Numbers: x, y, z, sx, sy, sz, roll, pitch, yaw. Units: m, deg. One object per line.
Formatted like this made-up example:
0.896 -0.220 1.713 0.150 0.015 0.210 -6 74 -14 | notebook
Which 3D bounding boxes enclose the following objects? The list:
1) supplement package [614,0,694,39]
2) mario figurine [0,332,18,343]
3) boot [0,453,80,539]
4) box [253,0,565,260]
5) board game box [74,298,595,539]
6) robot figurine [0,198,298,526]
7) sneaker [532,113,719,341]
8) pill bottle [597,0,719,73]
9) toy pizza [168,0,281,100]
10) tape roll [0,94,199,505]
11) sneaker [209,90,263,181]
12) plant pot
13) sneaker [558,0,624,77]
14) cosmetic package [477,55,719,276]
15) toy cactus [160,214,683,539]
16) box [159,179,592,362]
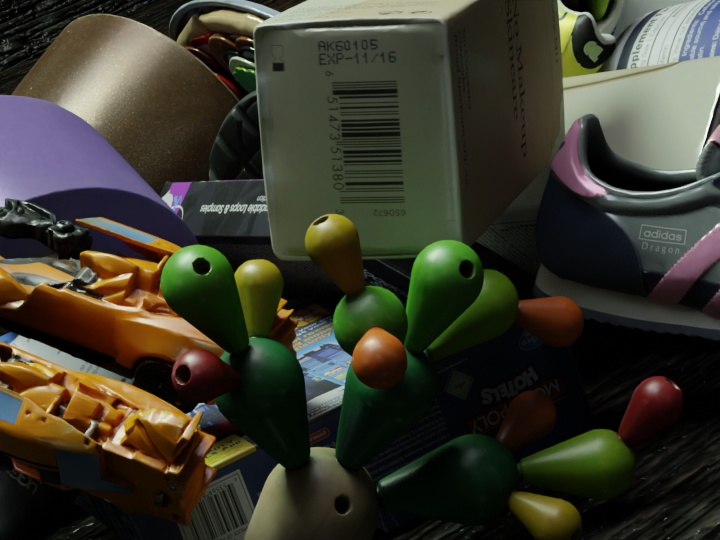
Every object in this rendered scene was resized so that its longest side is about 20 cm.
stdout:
0.251 -0.131 1.296 0.199 0.122 0.120 -11 16 34 | supplement package
-0.130 0.020 1.287 0.199 0.107 0.123 -22 -7 26 | mario figurine
-0.202 0.160 0.946 0.165 0.066 0.200 -47 9 44 | boot
0.025 -0.072 0.972 0.077 0.096 0.200 -1 15 17 | box
-0.031 0.069 1.051 0.199 0.062 0.200 -25 13 -17 | board game box
-0.134 0.022 0.953 0.199 0.058 0.145 20 47 16 | robot figurine
0.165 -0.015 0.947 0.199 0.083 0.070 6 15 17 | sneaker
0.192 -0.082 1.198 0.199 0.116 0.116 -8 18 47 | pill bottle
-0.038 -0.087 1.445 0.032 0.200 0.200 -54 26 -21 | toy pizza
-0.174 0.024 1.122 0.199 0.201 0.085 -26 49 -24 | tape roll
0.000 -0.094 1.208 0.200 0.075 0.079 -46 -1 31 | sneaker
-0.179 -0.021 1.446 0.186 0.187 0.200 -4 36 51 | plant pot
0.105 -0.148 1.231 0.076 0.075 0.201 -26 35 29 | sneaker
0.113 -0.035 1.108 0.199 0.103 0.073 -4 59 45 | cosmetic package
0.007 0.066 0.879 0.165 0.199 0.102 -59 30 23 | toy cactus
0.000 0.000 1.141 0.200 0.143 0.036 5 69 60 | box
